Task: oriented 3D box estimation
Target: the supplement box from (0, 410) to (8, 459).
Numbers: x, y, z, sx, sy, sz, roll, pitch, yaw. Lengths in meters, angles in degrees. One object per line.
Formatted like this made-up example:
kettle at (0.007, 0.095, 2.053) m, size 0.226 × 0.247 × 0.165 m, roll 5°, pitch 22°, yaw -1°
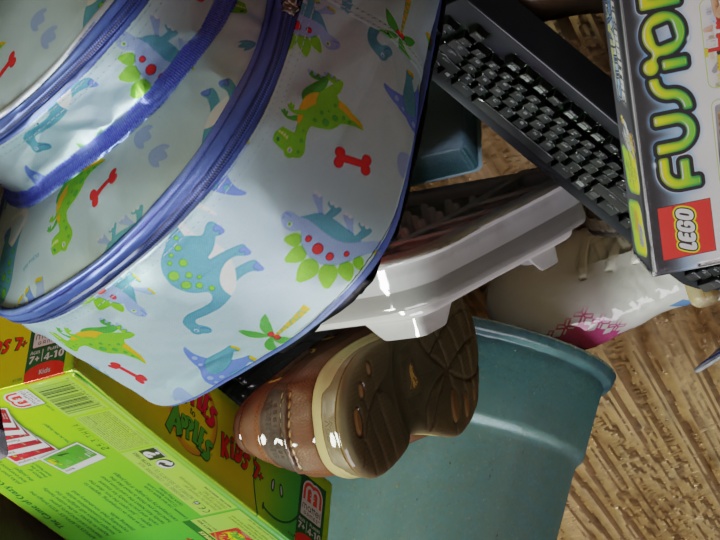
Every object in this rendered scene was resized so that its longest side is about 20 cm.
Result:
supplement box at (-0.201, -0.023, 1.028) m, size 0.061 × 0.201 × 0.109 m, roll -20°, pitch 156°, yaw 18°

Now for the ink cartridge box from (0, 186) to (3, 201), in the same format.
ink cartridge box at (-0.114, -0.013, 1.183) m, size 0.199 × 0.044 × 0.174 m, roll -9°, pitch -163°, yaw -12°

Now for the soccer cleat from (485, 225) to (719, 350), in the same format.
soccer cleat at (0.162, -0.014, 1.440) m, size 0.199 × 0.070 × 0.086 m, roll -12°, pitch 149°, yaw -18°

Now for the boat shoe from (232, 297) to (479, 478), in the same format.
boat shoe at (0.003, 0.052, 1.275) m, size 0.067 × 0.072 × 0.200 m, roll -5°, pitch -172°, yaw 23°

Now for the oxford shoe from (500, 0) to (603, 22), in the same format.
oxford shoe at (0.150, -0.127, 1.143) m, size 0.199 × 0.085 × 0.073 m, roll -11°, pitch 159°, yaw -4°

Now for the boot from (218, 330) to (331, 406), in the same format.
boot at (-0.110, 0.069, 1.393) m, size 0.073 × 0.154 × 0.204 m, roll 27°, pitch 107°, yaw -42°

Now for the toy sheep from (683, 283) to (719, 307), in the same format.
toy sheep at (0.182, -0.061, 1.252) m, size 0.138 × 0.138 × 0.200 m, roll 3°, pitch 160°, yaw -34°

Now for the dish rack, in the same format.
dish rack at (0.000, 0.000, 1.257) m, size 0.200 × 0.044 × 0.171 m, roll -8°, pitch -167°, yaw 38°

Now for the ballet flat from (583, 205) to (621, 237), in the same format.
ballet flat at (0.193, -0.072, 1.343) m, size 0.200 × 0.067 × 0.046 m, roll -24°, pitch 114°, yaw 27°

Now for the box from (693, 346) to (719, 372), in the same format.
box at (0.288, 0.006, 1.484) m, size 0.200 × 0.048 × 0.122 m, roll -38°, pitch 173°, yaw 27°

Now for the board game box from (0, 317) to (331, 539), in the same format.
board game box at (-0.109, 0.083, 1.230) m, size 0.101 × 0.048 × 0.200 m, roll -14°, pitch 143°, yaw 29°

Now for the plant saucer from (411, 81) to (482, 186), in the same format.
plant saucer at (0.020, -0.088, 1.242) m, size 0.070 × 0.019 × 0.200 m, roll -13°, pitch 158°, yaw -2°

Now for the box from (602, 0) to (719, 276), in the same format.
box at (0.153, -0.105, 1.081) m, size 0.110 × 0.201 × 0.035 m, roll -11°, pitch -162°, yaw -6°

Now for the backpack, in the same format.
backpack at (-0.069, -0.062, 1.013) m, size 0.147 × 0.200 × 0.183 m, roll 32°, pitch 132°, yaw -28°

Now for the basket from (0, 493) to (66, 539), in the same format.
basket at (-0.206, 0.108, 1.317) m, size 0.136 × 0.201 × 0.180 m, roll -12°, pitch 153°, yaw 2°

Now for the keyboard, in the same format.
keyboard at (0.114, -0.058, 1.157) m, size 0.200 × 0.021 × 0.127 m, roll 37°, pitch 149°, yaw -20°

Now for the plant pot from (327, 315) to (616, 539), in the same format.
plant pot at (0.023, 0.135, 1.444) m, size 0.200 × 0.197 × 0.200 m, roll 10°, pitch 168°, yaw 2°
